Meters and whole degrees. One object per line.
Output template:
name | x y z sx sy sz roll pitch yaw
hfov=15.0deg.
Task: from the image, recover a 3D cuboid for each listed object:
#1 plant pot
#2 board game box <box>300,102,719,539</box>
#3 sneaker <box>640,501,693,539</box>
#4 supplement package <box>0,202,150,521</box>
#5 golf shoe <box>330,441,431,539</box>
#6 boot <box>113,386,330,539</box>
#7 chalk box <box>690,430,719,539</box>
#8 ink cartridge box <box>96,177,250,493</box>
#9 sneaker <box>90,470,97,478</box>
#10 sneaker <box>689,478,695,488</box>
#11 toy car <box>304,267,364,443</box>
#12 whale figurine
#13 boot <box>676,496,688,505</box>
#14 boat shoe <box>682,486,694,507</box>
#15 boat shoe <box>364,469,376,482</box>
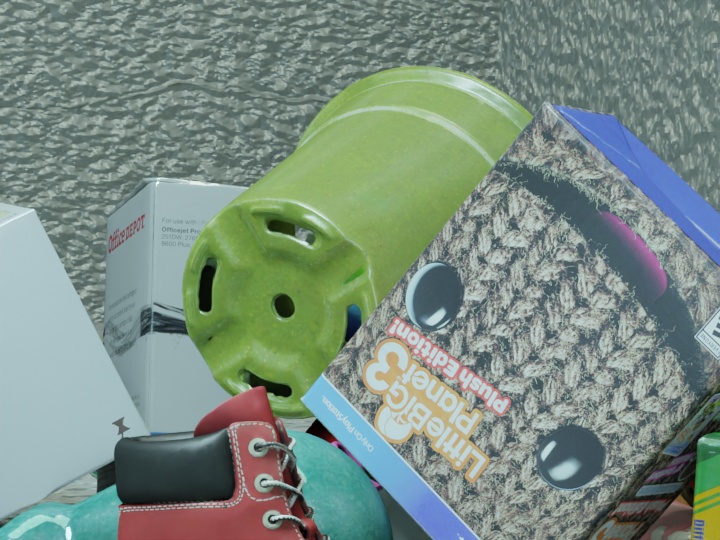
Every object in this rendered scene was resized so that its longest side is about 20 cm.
plant pot | 0.000 0.000 1.524 0.200 0.201 0.190 5 15 26
board game box | 0.100 0.044 1.359 0.159 0.200 0.097 45 17 20
sneaker | 0.148 0.154 1.444 0.200 0.076 0.105 9 -2 15
supplement package | -0.236 0.059 1.608 0.152 0.151 0.200 -28 9 -12
golf shoe | -0.041 0.134 1.462 0.200 0.092 0.075 3 3 19
boot | -0.009 0.123 1.088 0.200 0.145 0.072 6 1 15
chalk box | 0.264 0.144 1.293 0.200 0.125 0.124 4 1 20
ink cartridge box | -0.108 0.054 1.686 0.084 0.201 0.145 3 -9 -16
sneaker | -0.133 0.118 1.851 0.118 0.074 0.200 10 2 -23
sneaker | 0.231 0.094 1.416 0.200 0.071 0.098 27 -19 2
toy car | 0.000 0.077 1.774 0.150 0.200 0.175 -16 -10 -42
whale figurine | -0.082 0.127 1.355 0.199 0.104 0.159 5 3 7
boot | 0.206 0.157 1.601 0.154 0.074 0.200 10 7 3
boat shoe | 0.203 0.099 1.520 0.200 0.074 0.069 44 22 9
boat shoe | -0.029 0.135 1.545 0.200 0.074 0.069 -2 -1 16
